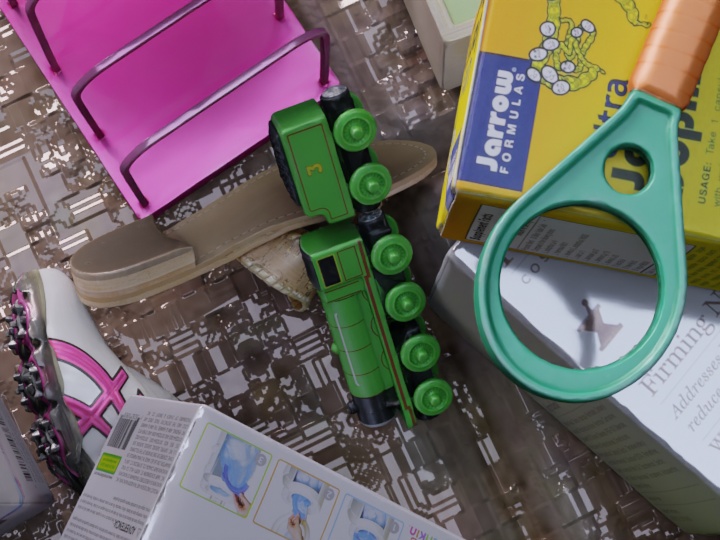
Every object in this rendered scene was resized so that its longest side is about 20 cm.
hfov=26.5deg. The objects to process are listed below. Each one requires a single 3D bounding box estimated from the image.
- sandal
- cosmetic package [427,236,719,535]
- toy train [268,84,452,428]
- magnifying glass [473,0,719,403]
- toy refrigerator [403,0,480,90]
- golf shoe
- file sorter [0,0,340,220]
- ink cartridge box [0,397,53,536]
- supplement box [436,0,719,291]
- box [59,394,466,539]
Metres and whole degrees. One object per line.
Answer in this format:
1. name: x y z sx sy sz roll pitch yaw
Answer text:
1. sandal: -0.052 -0.007 0.837 0.210 0.078 0.070 -20 118 -19
2. cosmetic package: 0.162 0.009 0.783 0.200 0.166 0.168 40 83 5
3. toy train: 0.000 0.000 0.797 0.056 0.042 0.202 -20 117 -6
4. magnifying glass: 0.105 -0.045 0.586 0.079 0.022 0.202 23 82 2
5. toy refrigerator: 0.124 -0.179 0.853 0.198 0.070 0.077 -20 73 -5
6. golf shoe: -0.126 0.088 0.818 0.091 0.073 0.202 -22 88 -23
7. file sorter: -0.120 -0.156 0.820 0.138 0.125 0.201 -34 84 -6
8. ink cartridge box: -0.231 0.069 0.746 0.085 0.200 0.149 -28 83 -6
9. supplement box: 0.140 -0.057 0.653 0.198 0.109 0.111 11 82 0
10. box: -0.034 0.150 0.748 0.199 0.112 0.102 30 76 -23
